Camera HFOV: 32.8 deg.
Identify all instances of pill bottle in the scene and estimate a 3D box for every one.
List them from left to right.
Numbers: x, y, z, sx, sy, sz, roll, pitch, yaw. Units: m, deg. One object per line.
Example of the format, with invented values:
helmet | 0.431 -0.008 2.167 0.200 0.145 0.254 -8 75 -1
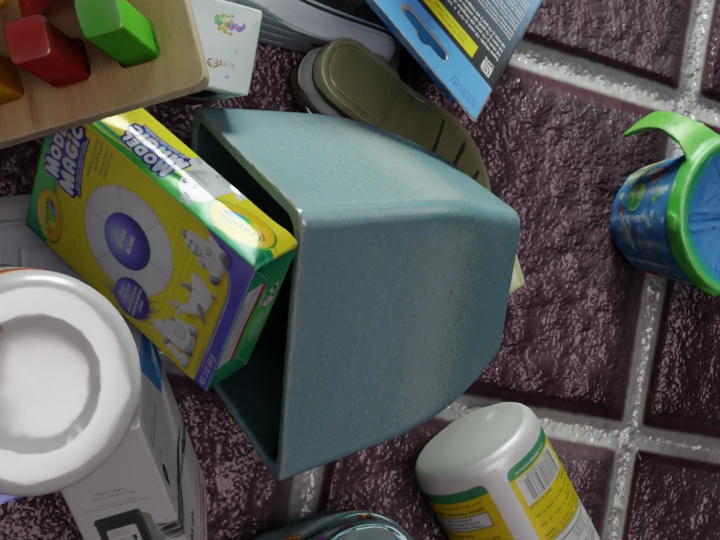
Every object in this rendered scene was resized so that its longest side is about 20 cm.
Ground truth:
pill bottle | -0.194 0.052 0.670 0.108 0.200 0.111 -1 91 -24
pill bottle | 0.136 0.221 1.013 0.112 0.113 0.201 -34 104 -19

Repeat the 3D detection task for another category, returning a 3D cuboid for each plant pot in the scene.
plant pot | 0.000 0.000 0.876 0.198 0.196 0.198 -8 119 -26

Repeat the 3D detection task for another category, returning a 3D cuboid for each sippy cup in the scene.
sippy cup | 0.291 -0.045 1.064 0.138 0.130 0.180 1 91 -24

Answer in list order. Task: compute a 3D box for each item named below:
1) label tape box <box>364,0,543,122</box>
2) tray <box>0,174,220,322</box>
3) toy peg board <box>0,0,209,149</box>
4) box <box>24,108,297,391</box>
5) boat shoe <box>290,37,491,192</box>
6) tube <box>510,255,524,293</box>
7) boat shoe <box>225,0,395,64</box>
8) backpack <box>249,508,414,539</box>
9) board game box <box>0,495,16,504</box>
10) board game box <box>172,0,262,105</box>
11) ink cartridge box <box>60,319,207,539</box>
label tape box | 0.058 -0.213 0.952 0.144 0.063 0.201 46 48 -18
tray | -0.181 -0.005 0.848 0.198 0.022 0.109 -4 93 20
toy peg board | -0.211 -0.181 0.687 0.197 0.098 0.202 -15 87 4
box | -0.139 -0.032 0.769 0.200 0.118 0.048 41 43 17
boat shoe | 0.026 -0.105 0.981 0.200 0.068 0.075 45 65 -23
tube | 0.059 0.036 1.009 0.199 0.058 0.052 -37 79 -22
boat shoe | -0.058 -0.216 0.948 0.198 0.072 0.072 14 78 -34
backpack | -0.039 0.269 0.931 0.199 0.126 0.168 -27 98 -24
board game box | -0.264 0.044 0.821 0.044 0.134 0.202 -21 99 -22
board game box | -0.186 -0.166 0.844 0.198 0.147 0.065 10 90 -23
ink cartridge box | -0.151 0.148 0.841 0.066 0.116 0.201 -13 125 1
